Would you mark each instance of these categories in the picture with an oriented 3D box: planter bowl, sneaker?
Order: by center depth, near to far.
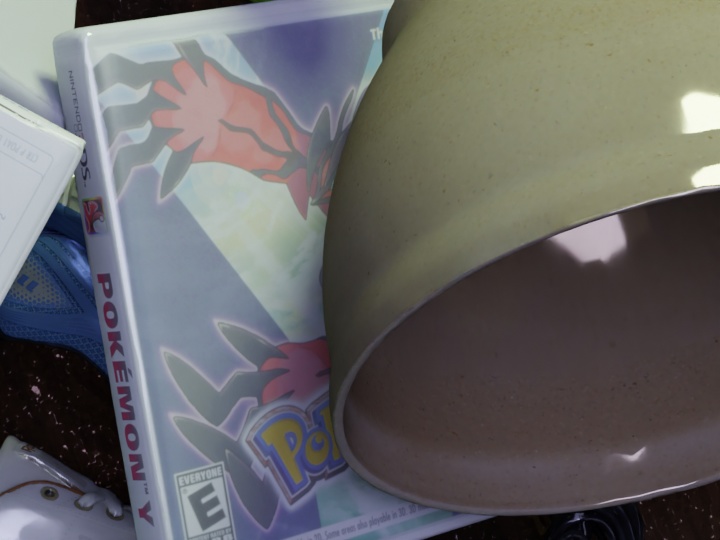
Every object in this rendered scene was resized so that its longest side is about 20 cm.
[{"bbox_3d":[0.076,-0.028,0.832,0.199,0.201,0.136,-7,60,-10],"label":"planter bowl"},{"bbox_3d":[-0.087,0.097,0.925,0.198,0.073,0.085,-3,85,-9],"label":"sneaker"},{"bbox_3d":[-0.043,0.033,0.950,0.199,0.079,0.090,28,101,-11],"label":"sneaker"}]

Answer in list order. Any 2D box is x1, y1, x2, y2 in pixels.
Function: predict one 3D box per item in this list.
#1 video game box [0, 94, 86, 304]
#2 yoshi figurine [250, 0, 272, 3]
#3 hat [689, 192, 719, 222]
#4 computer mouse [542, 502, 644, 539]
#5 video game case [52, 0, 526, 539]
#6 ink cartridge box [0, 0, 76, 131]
[{"bbox_3d":[-0.202,0.007,0.754,0.181,0.047,0.201,30,92,-7],"label":"video game box"},{"bbox_3d":[-0.015,-0.147,0.918,0.112,0.200,0.113,-21,100,-22],"label":"yoshi figurine"},{"bbox_3d":[0.153,-0.064,0.936,0.081,0.200,0.202,37,74,-43],"label":"hat"},{"bbox_3d":[0.021,0.155,0.910,0.199,0.053,0.140,-11,101,-44],"label":"computer mouse"},{"bbox_3d":[0.000,0.000,0.885,0.199,0.023,0.184,-13,95,-38],"label":"video game case"},{"bbox_3d":[-0.207,-0.072,0.849,0.200,0.085,0.145,35,115,-24],"label":"ink cartridge box"}]
